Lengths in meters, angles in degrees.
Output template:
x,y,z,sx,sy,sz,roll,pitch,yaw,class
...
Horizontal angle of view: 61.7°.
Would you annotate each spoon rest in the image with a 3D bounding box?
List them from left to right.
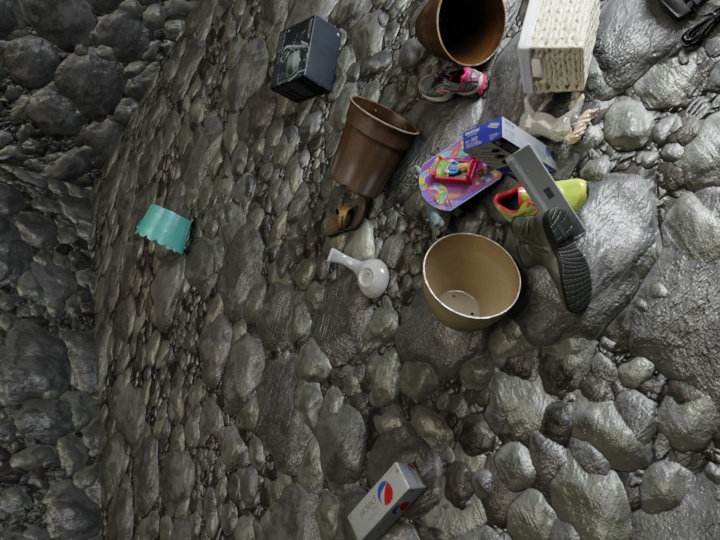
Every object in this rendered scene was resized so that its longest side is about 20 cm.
x,y,z,sx,sy,sz,roll,pitch,yaw,class
0.000,0.000,1.579,0.198,0.060,0.101,31,103,35,spoon rest

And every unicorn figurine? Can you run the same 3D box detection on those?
x,y,z,sx,sy,sz,roll,pitch,yaw,class
0.369,-0.303,1.227,0.199,0.073,0.140,25,93,52,unicorn figurine

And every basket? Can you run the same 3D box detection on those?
x,y,z,sx,sy,sz,roll,pitch,yaw,class
0.388,-0.462,1.166,0.121,0.136,0.204,8,69,25,basket

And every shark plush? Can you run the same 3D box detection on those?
x,y,z,sx,sy,sz,roll,pitch,yaw,class
0.172,-0.176,1.405,0.090,0.082,0.205,-30,57,39,shark plush

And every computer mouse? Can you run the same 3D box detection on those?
x,y,z,sx,sy,sz,roll,pitch,yaw,class
0.589,-0.512,1.062,0.140,0.045,0.204,-37,53,37,computer mouse

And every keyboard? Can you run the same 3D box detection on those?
x,y,z,sx,sy,sz,roll,pitch,yaw,class
0.352,-0.143,1.143,0.056,0.011,0.202,-32,100,29,keyboard

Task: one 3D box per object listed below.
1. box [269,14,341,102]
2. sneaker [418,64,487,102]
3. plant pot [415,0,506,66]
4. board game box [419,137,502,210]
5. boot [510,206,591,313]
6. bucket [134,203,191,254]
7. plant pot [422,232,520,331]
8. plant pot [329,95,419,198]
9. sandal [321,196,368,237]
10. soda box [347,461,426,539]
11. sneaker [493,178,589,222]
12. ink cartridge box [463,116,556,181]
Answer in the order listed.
x,y,z,sx,sy,sz,roll,pitch,yaw,class
-0.176,-0.671,1.928,0.194,0.122,0.206,1,79,46,box
0.212,-0.462,1.455,0.198,0.074,0.083,11,86,50,sneaker
0.213,-0.585,1.432,0.200,0.184,0.191,36,106,62,plant pot
0.216,-0.232,1.344,0.197,0.039,0.160,-32,54,8,board game box
0.361,-0.018,1.153,0.130,0.066,0.205,-18,87,68,boot
-0.780,-0.167,2.405,0.205,0.205,0.138,15,79,49,bucket
0.213,0.045,1.235,0.136,0.195,0.204,100,157,-54,plant pot
0.024,-0.309,1.548,0.201,0.197,0.201,51,123,43,plant pot
-0.052,-0.151,1.674,0.198,0.054,0.084,-19,64,44,sandal
0.058,0.515,1.338,0.202,0.063,0.069,-55,45,23,soda box
0.350,-0.139,1.187,0.197,0.089,0.080,-13,67,44,sneaker
0.298,-0.235,1.191,0.093,0.197,0.045,-11,71,45,ink cartridge box
